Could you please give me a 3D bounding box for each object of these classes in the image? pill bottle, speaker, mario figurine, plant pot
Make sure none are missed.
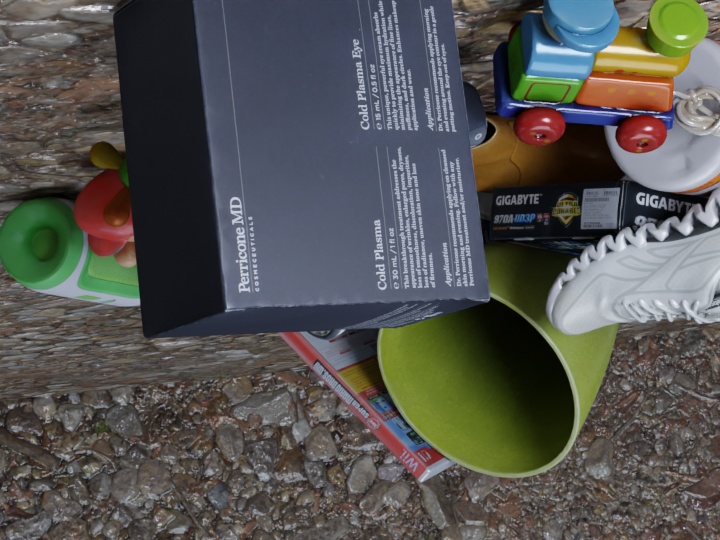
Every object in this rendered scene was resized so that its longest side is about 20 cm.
[{"bbox_3d":[0.279,-0.108,1.297,0.114,0.114,0.200,-14,169,38],"label":"pill bottle"},{"bbox_3d":[-0.245,-0.015,1.574,0.088,0.089,0.200,-10,171,19],"label":"speaker"},{"bbox_3d":[-0.154,-0.027,1.455,0.200,0.106,0.123,11,164,-39],"label":"mario figurine"},{"bbox_3d":[0.144,0.044,1.481,0.187,0.187,0.200,-15,-160,41],"label":"plant pot"}]

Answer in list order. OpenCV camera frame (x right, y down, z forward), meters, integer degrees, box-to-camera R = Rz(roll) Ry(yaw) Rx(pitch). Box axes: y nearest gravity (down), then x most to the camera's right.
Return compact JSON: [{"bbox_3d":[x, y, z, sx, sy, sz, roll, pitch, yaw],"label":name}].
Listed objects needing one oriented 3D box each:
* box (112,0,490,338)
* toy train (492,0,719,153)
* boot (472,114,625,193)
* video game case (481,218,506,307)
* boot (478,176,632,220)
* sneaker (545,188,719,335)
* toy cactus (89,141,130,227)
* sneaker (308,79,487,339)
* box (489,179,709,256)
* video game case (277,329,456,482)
[{"bbox_3d":[-0.036,-0.068,1.021,0.182,0.200,0.104,0,170,-35],"label":"box"},{"bbox_3d":[0.195,-0.136,1.119,0.200,0.085,0.116,4,156,-10],"label":"toy train"},{"bbox_3d":[0.121,-0.097,1.389,0.201,0.071,0.144,-4,172,8],"label":"boot"},{"bbox_3d":[0.197,-0.035,1.627,0.200,0.143,0.018,-5,154,-14],"label":"video game case"},{"bbox_3d":[0.189,-0.074,1.576,0.200,0.073,0.090,-8,166,0],"label":"boot"},{"bbox_3d":[0.226,0.006,1.250,0.200,0.081,0.075,-26,148,22],"label":"sneaker"},{"bbox_3d":[-0.094,-0.067,1.237,0.165,0.102,0.200,22,159,-30],"label":"toy cactus"},{"bbox_3d":[0.019,-0.056,1.214,0.077,0.203,0.146,30,-145,34],"label":"sneaker"},{"bbox_3d":[0.229,-0.032,1.381,0.200,0.046,0.159,9,175,-33],"label":"box"},{"bbox_3d":[0.021,0.095,1.538,0.017,0.200,0.143,-53,163,26],"label":"video game case"}]
